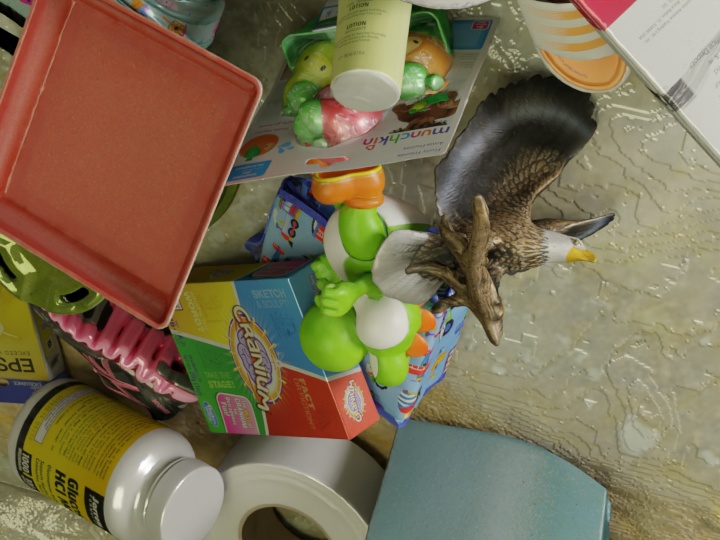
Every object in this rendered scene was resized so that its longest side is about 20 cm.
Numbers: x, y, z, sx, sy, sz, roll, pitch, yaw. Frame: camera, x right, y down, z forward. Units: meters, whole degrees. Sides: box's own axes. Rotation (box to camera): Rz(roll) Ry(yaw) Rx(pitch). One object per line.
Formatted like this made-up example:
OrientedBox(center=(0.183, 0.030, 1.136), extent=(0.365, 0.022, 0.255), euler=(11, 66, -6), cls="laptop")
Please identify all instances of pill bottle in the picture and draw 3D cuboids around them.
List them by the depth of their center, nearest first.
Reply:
OrientedBox(center=(-0.229, 0.187, 1.547), extent=(0.199, 0.112, 0.113), euler=(22, 130, 33), cls="pill bottle")

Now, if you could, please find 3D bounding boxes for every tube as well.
OrientedBox(center=(0.011, -0.211, 1.196), extent=(0.058, 0.202, 0.052), euler=(13, 150, -10), cls="tube")

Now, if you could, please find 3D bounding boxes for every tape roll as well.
OrientedBox(center=(-0.056, 0.247, 1.578), extent=(0.201, 0.071, 0.204), euler=(12, 124, 18), cls="tape roll")

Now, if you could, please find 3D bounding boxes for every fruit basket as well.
OrientedBox(center=(-0.001, -0.136, 1.236), extent=(0.184, 0.200, 0.094), euler=(-6, 120, 24), cls="fruit basket")

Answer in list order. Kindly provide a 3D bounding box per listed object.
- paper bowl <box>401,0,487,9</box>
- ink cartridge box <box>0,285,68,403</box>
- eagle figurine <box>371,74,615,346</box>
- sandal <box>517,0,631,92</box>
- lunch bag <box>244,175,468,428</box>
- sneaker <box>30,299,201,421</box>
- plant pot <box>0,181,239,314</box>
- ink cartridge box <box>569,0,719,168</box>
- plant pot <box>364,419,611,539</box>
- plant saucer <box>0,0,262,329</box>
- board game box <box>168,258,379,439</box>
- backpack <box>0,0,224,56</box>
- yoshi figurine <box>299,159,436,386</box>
OrientedBox(center=(0.035, -0.271, 1.135), extent=(0.200, 0.201, 0.104), euler=(35, 142, -5), cls="paper bowl")
OrientedBox(center=(-0.392, 0.057, 1.603), extent=(0.196, 0.047, 0.202), euler=(1, 120, 18), cls="ink cartridge box")
OrientedBox(center=(0.117, -0.035, 1.265), extent=(0.151, 0.200, 0.152), euler=(37, 131, -6), cls="eagle figurine")
OrientedBox(center=(0.147, -0.218, 1.215), extent=(0.078, 0.059, 0.208), euler=(-5, 120, 23), cls="sandal")
OrientedBox(center=(-0.011, 0.014, 1.421), extent=(0.199, 0.094, 0.151), euler=(29, 131, 15), cls="lunch bag")
OrientedBox(center=(-0.237, 0.074, 1.546), extent=(0.199, 0.079, 0.095), euler=(37, 138, -5), cls="sneaker")
OrientedBox(center=(-0.223, -0.063, 1.371), extent=(0.198, 0.190, 0.201), euler=(9, 125, 13), cls="plant pot")
OrientedBox(center=(0.252, -0.183, 1.155), extent=(0.145, 0.083, 0.200), euler=(-43, 102, 8), cls="ink cartridge box")
OrientedBox(center=(0.124, 0.267, 1.468), extent=(0.198, 0.197, 0.197), euler=(0, 122, 13), cls="plant pot")
OrientedBox(center=(-0.180, -0.091, 1.210), extent=(0.199, 0.037, 0.201), euler=(29, 107, 18), cls="plant saucer")
OrientedBox(center=(-0.086, 0.069, 1.440), extent=(0.199, 0.040, 0.154), euler=(-4, 112, 49), cls="board game box")
OrientedBox(center=(-0.208, -0.224, 1.286), extent=(0.199, 0.167, 0.127), euler=(36, 122, -13), cls="backpack")
OrientedBox(center=(-0.014, 0.005, 1.297), extent=(0.111, 0.112, 0.202), euler=(13, 125, 41), cls="yoshi figurine")
